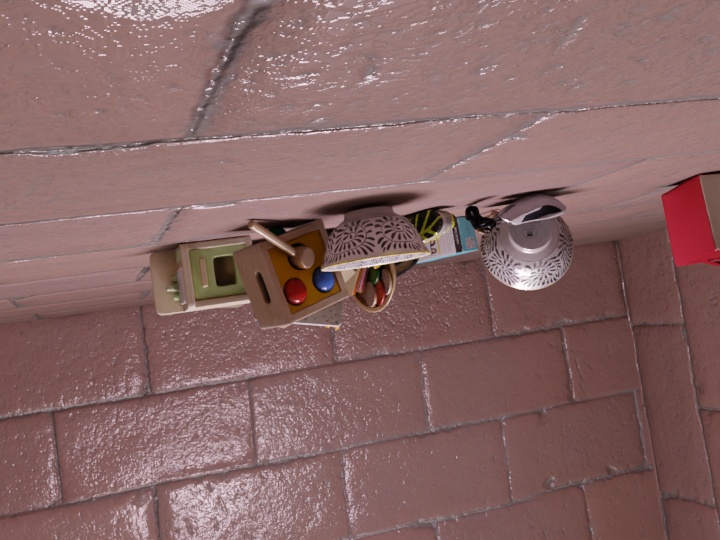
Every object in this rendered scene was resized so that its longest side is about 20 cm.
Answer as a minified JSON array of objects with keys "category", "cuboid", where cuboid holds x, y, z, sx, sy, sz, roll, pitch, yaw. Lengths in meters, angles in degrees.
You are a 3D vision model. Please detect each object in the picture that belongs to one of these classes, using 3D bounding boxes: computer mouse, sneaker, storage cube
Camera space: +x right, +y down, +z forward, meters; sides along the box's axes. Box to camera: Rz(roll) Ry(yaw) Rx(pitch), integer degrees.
[{"category":"computer mouse","cuboid":[0.317,-0.124,1.723,0.198,0.044,0.110,-13,-159,-4]},{"category":"sneaker","cuboid":[0.118,-0.079,1.788,0.076,0.076,0.199,-5,177,-42]},{"category":"storage cube","cuboid":[0.813,-0.119,1.919,0.169,0.202,0.180,-8,171,-8]}]

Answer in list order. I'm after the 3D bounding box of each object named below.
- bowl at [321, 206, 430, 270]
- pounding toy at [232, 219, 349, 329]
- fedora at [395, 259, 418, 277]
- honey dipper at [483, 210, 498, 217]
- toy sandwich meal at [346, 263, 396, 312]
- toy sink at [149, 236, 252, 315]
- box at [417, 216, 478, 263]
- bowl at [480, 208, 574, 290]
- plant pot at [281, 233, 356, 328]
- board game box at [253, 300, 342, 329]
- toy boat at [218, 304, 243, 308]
[{"category":"bowl","cuboid":[0.020,-0.061,1.529,0.199,0.095,0.201,-9,177,0]},{"category":"pounding toy","cuboid":[-0.135,-0.011,1.584,0.183,0.201,0.142,-24,-173,-38]},{"category":"fedora","cuboid":[0.039,-0.030,2.049,0.199,0.092,0.201,-23,-166,6]},{"category":"honey dipper","cuboid":[0.265,-0.109,2.012,0.038,0.038,0.200,-7,174,-31]},{"category":"toy sandwich meal","cuboid":[0.000,0.000,1.918,0.070,0.207,0.205,-9,178,-36]},{"category":"toy sink","cuboid":[-0.315,0.011,1.706,0.198,0.132,0.112,-7,176,-17]},{"category":"box","cuboid":[0.195,-0.072,2.046,0.049,0.083,0.199,-8,177,-33]},{"category":"bowl","cuboid":[0.355,-0.068,1.792,0.199,0.202,0.094,-9,160,2]},{"category":"plant pot","cuboid":[-0.116,0.000,1.851,0.199,0.189,0.187,-24,173,12]},{"category":"board game box","cuboid":[-0.141,0.046,1.994,0.198,0.201,0.026,4,142,-3]},{"category":"toy boat","cuboid":[-0.298,0.006,1.971,0.131,0.131,0.200,-39,170,11]}]
